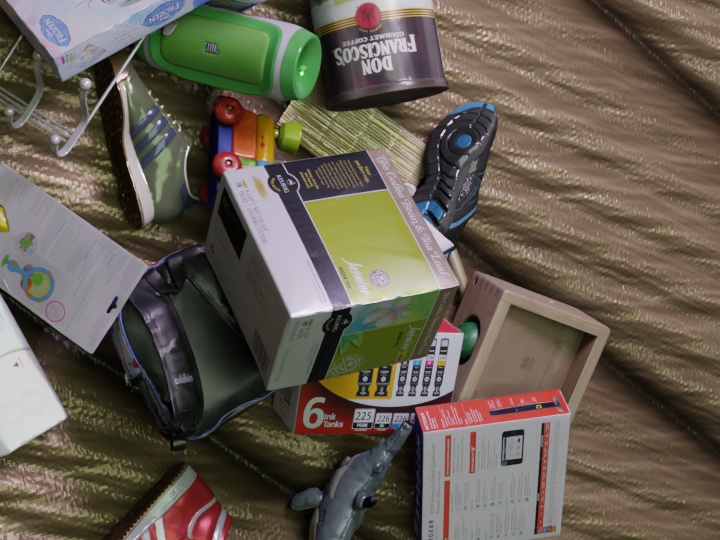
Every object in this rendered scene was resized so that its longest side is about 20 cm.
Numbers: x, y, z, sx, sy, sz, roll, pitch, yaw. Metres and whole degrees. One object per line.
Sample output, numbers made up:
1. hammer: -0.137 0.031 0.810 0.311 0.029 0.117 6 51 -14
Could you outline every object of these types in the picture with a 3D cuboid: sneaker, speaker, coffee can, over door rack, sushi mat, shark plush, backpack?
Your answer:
1. sneaker: -0.236 -0.152 1.658 0.090 0.067 0.201 -14 97 -30
2. speaker: -0.148 -0.247 1.626 0.200 0.088 0.089 16 83 18
3. sneaker: 0.117 -0.116 1.806 0.200 0.073 0.082 -63 146 -17
4. coffee can: 0.015 -0.297 1.710 0.146 0.146 0.200 -10 90 -23
5. sneaker: -0.230 0.326 1.660 0.200 0.071 0.113 -47 104 -18
6. over door rack: -0.320 -0.239 1.576 0.148 0.067 0.200 32 76 20
7. sushi mat: -0.003 -0.158 1.783 0.200 0.012 0.096 34 77 -20
8. shark plush: 0.007 0.266 1.727 0.200 0.083 0.091 -43 113 8
9. backpack: -0.185 0.074 1.631 0.200 0.154 0.191 -31 99 -27

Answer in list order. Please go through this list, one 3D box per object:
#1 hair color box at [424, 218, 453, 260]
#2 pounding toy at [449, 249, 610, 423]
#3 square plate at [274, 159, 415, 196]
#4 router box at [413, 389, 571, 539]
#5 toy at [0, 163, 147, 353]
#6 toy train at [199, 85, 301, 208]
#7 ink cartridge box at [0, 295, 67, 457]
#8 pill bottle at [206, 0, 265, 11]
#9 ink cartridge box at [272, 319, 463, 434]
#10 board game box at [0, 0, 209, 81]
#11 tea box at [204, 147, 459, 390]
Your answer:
1. hair color box: 0.000 0.000 1.677 0.200 0.061 0.100 -30 63 -32
2. pounding toy: 0.175 0.082 1.813 0.200 0.142 0.184 20 96 -21
3. square plate: -0.040 -0.021 1.755 0.200 0.028 0.199 9 92 -23
4. router box: 0.156 0.244 1.765 0.179 0.049 0.200 -6 125 -8
5. toy: -0.334 -0.015 1.588 0.200 0.047 0.115 34 99 6
6. toy train: -0.120 -0.164 1.682 0.115 0.085 0.200 7 65 -17
7. ink cartridge box: -0.442 0.139 1.578 0.200 0.057 0.163 -32 103 -25
8. pill bottle: -0.133 -0.347 1.621 0.112 0.200 0.113 0 91 -24
9. ink cartridge box: 0.011 0.098 1.730 0.200 0.084 0.176 1 107 -23
10. board game box: -0.287 -0.320 1.570 0.199 0.043 0.200 -32 60 -17
11. tea box: -0.034 -0.005 1.540 0.196 0.134 0.200 -10 55 -24
